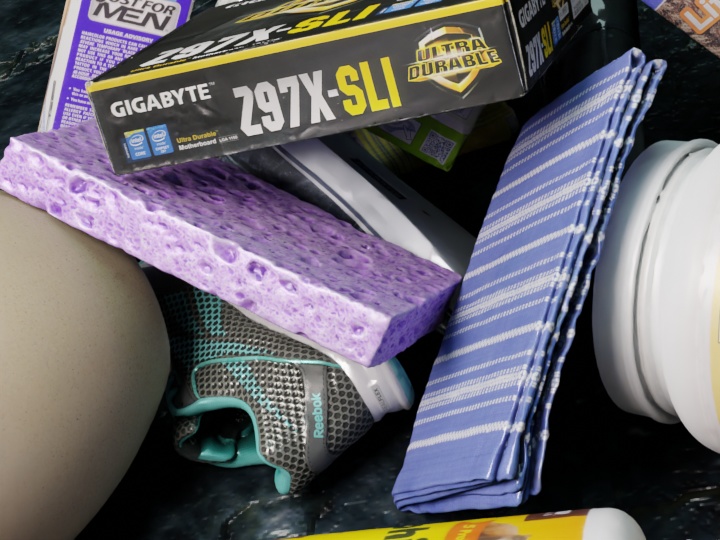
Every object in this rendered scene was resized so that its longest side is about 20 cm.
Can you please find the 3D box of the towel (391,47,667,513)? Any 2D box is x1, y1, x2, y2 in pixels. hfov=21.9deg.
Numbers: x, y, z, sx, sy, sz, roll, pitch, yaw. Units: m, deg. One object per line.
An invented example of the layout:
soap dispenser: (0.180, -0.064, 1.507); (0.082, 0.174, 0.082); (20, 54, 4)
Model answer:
towel: (0.071, 0.011, 0.814); (0.201, 0.024, 0.145); (-70, 13, -15)

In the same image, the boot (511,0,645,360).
boot: (0.115, -0.043, 0.949); (0.065, 0.165, 0.201); (-2, 57, 2)

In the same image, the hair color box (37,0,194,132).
hair color box: (-0.143, -0.100, 1.042); (0.065, 0.201, 0.109); (12, 31, -14)

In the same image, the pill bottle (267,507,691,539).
pill bottle: (0.047, 0.147, 0.690); (0.199, 0.110, 0.109); (-7, 35, 14)

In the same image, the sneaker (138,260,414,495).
sneaker: (-0.070, 0.050, 0.915); (0.200, 0.078, 0.091); (16, 55, 47)

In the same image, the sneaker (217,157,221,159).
sneaker: (-0.069, -0.115, 1.077); (0.077, 0.092, 0.200); (-16, 34, 0)

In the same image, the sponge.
sponge: (-0.059, -0.018, 0.863); (0.199, 0.030, 0.112); (26, 18, 15)

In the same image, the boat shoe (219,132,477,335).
boat shoe: (0.000, 0.000, 0.951); (0.200, 0.091, 0.071); (43, 18, 21)

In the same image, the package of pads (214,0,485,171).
package of pads: (0.010, -0.149, 1.043); (0.154, 0.068, 0.200); (28, 26, -2)

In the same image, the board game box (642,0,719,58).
board game box: (0.234, -0.158, 0.952); (0.097, 0.200, 0.160); (-47, 22, 28)

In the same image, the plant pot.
plant pot: (-0.168, 0.042, 0.869); (0.134, 0.201, 0.200); (-25, 33, -30)

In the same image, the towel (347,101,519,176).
towel: (-0.012, -0.081, 1.120); (0.199, 0.023, 0.144); (-22, 35, -6)

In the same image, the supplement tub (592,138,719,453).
supplement tub: (0.212, 0.015, 0.773); (0.199, 0.146, 0.145); (8, 41, 33)

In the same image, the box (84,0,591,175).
box: (-0.005, -0.103, 0.860); (0.199, 0.050, 0.160); (-9, 19, 21)
